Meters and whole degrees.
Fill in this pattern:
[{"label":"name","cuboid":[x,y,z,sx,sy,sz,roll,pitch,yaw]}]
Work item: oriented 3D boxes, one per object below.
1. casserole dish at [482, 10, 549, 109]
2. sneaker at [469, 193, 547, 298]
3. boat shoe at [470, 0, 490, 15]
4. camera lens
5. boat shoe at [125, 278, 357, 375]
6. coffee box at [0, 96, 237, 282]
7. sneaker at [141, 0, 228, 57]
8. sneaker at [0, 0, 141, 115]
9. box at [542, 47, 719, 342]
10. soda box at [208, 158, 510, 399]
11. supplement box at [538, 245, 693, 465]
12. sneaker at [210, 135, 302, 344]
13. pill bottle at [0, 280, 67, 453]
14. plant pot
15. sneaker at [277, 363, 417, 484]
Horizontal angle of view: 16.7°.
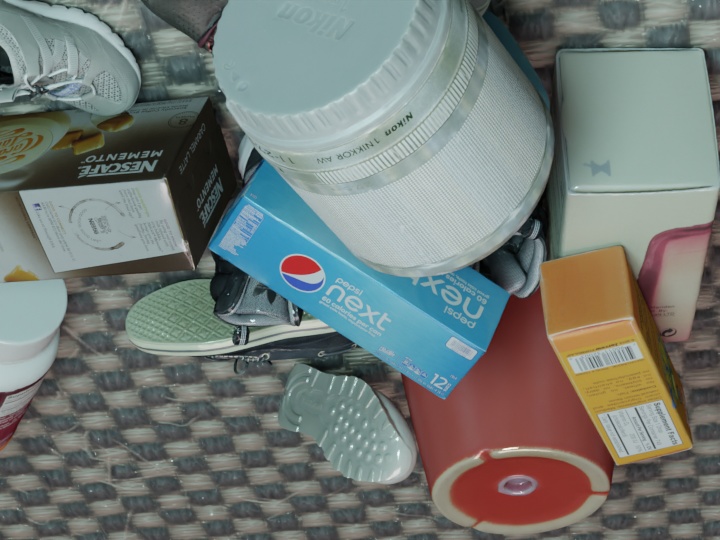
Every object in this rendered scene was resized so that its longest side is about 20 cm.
[{"label":"casserole dish","cuboid":[0.076,-0.106,1.702,0.039,0.121,0.200,-23,162,-26]},{"label":"sneaker","cuboid":[0.077,-0.017,1.825,0.075,0.114,0.200,10,144,-26]},{"label":"boat shoe","cuboid":[0.011,-0.222,1.572,0.200,0.072,0.068,28,138,-23]},{"label":"camera lens","cuboid":[0.018,-0.103,1.531,0.159,0.160,0.200,-17,143,22]},{"label":"boat shoe","cuboid":[-0.087,0.045,1.958,0.199,0.075,0.062,-6,140,-2]},{"label":"coffee box","cuboid":[-0.202,-0.055,1.728,0.199,0.115,0.080,-3,124,19]},{"label":"sneaker","cuboid":[-0.057,-0.139,1.641,0.199,0.116,0.076,17,143,-25]},{"label":"sneaker","cuboid":[-0.233,-0.140,1.660,0.075,0.082,0.200,-29,142,36]},{"label":"box","cuboid":[0.191,-0.051,1.771,0.109,0.128,0.200,-1,147,-1]},{"label":"soda box","cuboid":[0.000,0.000,1.709,0.200,0.068,0.064,33,133,-5]},{"label":"supplement box","cuboid":[0.186,0.064,1.769,0.069,0.067,0.200,-13,146,12]},{"label":"sneaker","cuboid":[-0.061,-0.026,1.799,0.075,0.114,0.200,9,145,-15]},{"label":"pill bottle","cuboid":[-0.304,0.066,1.944,0.114,0.115,0.200,11,144,-18]},{"label":"plant pot","cuboid":[0.123,0.100,1.952,0.200,0.178,0.201,0,146,0]},{"label":"sneaker","cuboid":[0.007,0.127,2.016,0.080,0.200,0.077,21,97,-29]}]
